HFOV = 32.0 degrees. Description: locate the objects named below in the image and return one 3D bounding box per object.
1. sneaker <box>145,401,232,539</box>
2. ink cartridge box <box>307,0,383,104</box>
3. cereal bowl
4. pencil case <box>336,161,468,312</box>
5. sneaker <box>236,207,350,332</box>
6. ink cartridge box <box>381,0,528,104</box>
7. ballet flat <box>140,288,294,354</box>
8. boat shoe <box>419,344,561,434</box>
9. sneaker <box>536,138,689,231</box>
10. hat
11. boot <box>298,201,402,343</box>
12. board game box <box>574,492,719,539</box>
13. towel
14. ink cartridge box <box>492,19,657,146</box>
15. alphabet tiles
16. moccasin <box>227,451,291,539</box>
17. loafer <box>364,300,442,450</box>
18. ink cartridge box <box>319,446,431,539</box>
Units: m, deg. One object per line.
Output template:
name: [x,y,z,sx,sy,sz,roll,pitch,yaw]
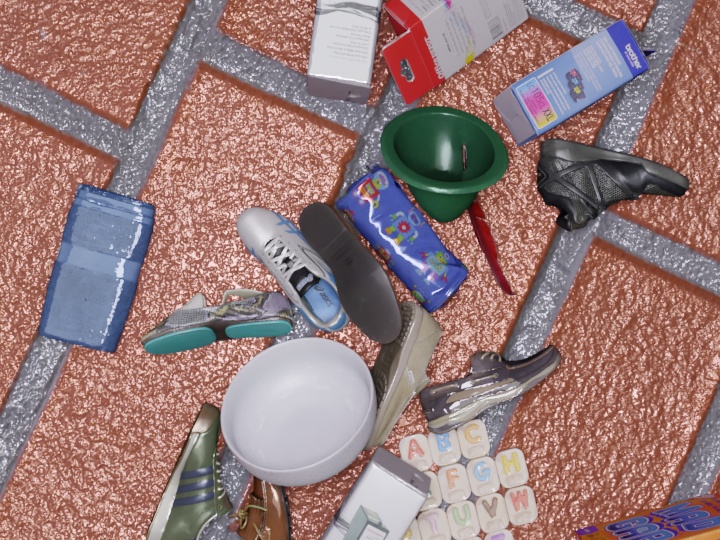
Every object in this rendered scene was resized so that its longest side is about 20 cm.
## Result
sneaker: [-0.200,0.276,1.603,0.089,0.067,0.202,23,90,-6]
ink cartridge box: [-0.015,-0.325,1.585,0.082,0.145,0.203,8,88,-2]
cereal bowl: [-0.072,0.187,1.572,0.197,0.084,0.202,-7,48,8]
pencil case: [0.057,-0.043,1.615,0.087,0.078,0.201,-40,90,-21]
sneaker: [-0.083,-0.005,1.610,0.072,0.072,0.200,-43,89,-1]
ink cartridge box: [0.108,-0.318,1.599,0.199,0.117,0.067,-36,51,-4]
ballet flat: [-0.185,0.061,1.614,0.197,0.072,0.073,-9,89,-3]
boat shoe: [0.165,0.139,1.617,0.198,0.075,0.074,-27,86,-8]
sneaker: [0.323,-0.098,1.632,0.196,0.076,0.116,11,90,1]
hat: [0.106,-0.086,1.644,0.163,0.178,0.201,-9,46,-14]
boot: [0.000,0.000,1.598,0.073,0.075,0.201,-34,79,17]
board game box: [0.402,0.412,1.557,0.197,0.200,0.203,-15,88,-3]
towel: [-0.337,-0.002,1.609,0.110,0.049,0.203,16,87,-2]
ink cartridge box: [0.279,-0.245,1.601,0.199,0.136,0.077,-32,92,-3]
alphabet tiles: [0.128,0.302,1.640,0.197,0.015,0.198,-13,89,-3]
moccasin: [-0.128,0.332,1.603,0.077,0.074,0.205,-5,97,-11]
loafer: [0.051,0.141,1.604,0.068,0.076,0.202,18,101,-27]
ink cartridge box: [0.001,0.330,1.559,0.083,0.146,0.201,32,92,3]
